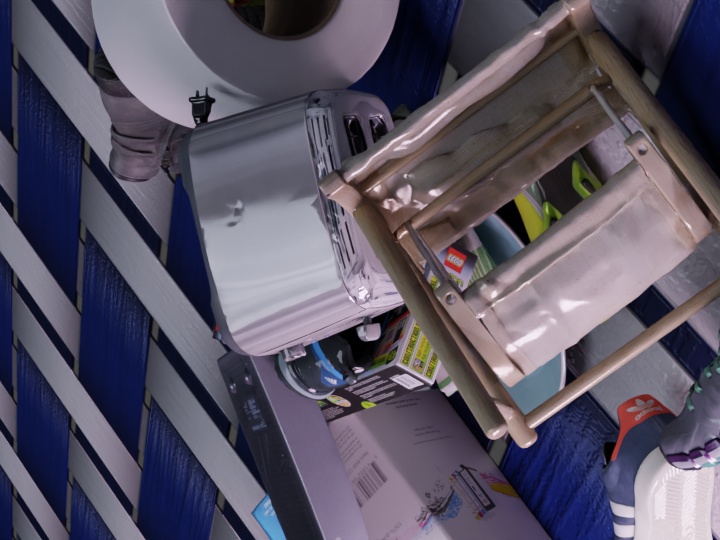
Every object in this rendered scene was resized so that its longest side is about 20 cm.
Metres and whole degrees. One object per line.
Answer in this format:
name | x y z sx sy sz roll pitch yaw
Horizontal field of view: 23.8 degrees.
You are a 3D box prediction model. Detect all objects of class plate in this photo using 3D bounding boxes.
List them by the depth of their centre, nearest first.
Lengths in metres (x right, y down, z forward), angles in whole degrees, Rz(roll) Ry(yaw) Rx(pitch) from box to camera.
plate | 0.101 0.025 1.342 0.200 0.025 0.201 39 142 39

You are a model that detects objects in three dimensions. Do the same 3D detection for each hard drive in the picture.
hard drive | -0.051 0.150 1.332 0.201 0.042 0.135 68 163 4

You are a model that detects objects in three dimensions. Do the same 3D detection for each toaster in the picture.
toaster | -0.039 -0.044 1.180 0.128 0.113 0.202 -16 85 29

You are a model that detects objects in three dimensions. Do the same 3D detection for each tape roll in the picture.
tape roll | -0.088 -0.214 1.285 0.139 0.202 0.204 -9 105 62

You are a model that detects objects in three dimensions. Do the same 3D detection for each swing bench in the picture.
swing bench | 0.115 -0.029 1.056 0.201 0.198 0.130 56 -173 15

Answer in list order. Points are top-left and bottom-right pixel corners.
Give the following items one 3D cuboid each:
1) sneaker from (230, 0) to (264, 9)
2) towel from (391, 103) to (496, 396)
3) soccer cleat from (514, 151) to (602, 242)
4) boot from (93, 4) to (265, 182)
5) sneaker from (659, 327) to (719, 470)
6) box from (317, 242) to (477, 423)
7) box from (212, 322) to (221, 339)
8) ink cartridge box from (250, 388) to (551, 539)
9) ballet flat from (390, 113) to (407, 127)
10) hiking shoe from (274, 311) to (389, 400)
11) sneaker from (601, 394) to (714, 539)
sneaker | -0.108 -0.265 1.416 0.090 0.078 0.201 14 129 44
towel | 0.055 -0.013 1.344 0.201 0.023 0.153 62 151 10
soccer cleat | 0.134 -0.059 1.199 0.084 0.064 0.201 -103 -11 -79
boot | -0.123 -0.146 1.442 0.132 0.198 0.070 84 176 -49
sneaker | 0.242 0.058 1.068 0.088 0.074 0.200 52 142 0
box | 0.014 0.051 1.328 0.035 0.111 0.200 28 155 -17
box | -0.073 -0.036 1.460 0.110 0.034 0.202 2 81 61
ink cartridge box | 0.044 0.225 1.428 0.147 0.144 0.200 -48 66 26
ballet flat | 0.013 -0.096 1.255 0.069 0.198 0.069 82 -165 -65
hiking shoe | 0.000 0.000 1.286 0.086 0.074 0.202 -17 56 51
sneaker | 0.208 0.169 1.239 0.201 0.074 0.085 92 157 -43
